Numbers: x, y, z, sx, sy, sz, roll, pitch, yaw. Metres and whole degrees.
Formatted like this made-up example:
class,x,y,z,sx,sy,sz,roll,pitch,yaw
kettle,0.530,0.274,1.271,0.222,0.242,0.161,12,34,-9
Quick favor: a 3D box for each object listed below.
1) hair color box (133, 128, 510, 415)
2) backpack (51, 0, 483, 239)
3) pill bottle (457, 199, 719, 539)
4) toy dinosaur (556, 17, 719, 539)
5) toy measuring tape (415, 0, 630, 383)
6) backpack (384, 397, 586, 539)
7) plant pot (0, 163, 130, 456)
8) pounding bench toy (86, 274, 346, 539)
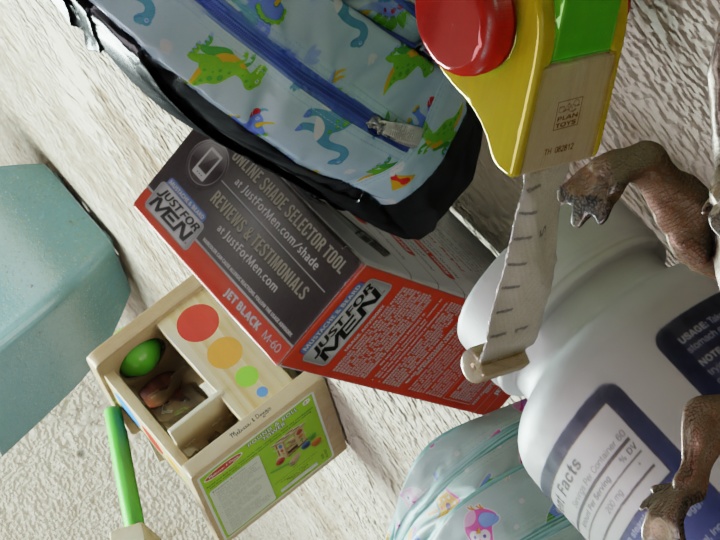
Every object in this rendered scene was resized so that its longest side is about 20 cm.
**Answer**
class,x,y,z,sx,sy,sz,roll,pitch,yaw
hair color box,0.000,0.000,1.074,0.111,0.064,0.200,47,-167,29
backpack,-0.042,-0.111,0.912,0.200,0.154,0.163,9,-145,-50
pill bottle,0.129,0.068,0.863,0.200,0.111,0.111,48,167,23
toy dinosaur,0.145,0.007,0.728,0.086,0.135,0.200,-28,74,49
toy measuring tape,0.048,-0.059,0.810,0.074,0.074,0.200,43,135,40
backpack,0.084,0.146,1.167,0.127,0.167,0.200,54,163,19
plant pot,-0.333,0.017,2.237,0.196,0.200,0.196,48,166,23
pounding bench toy,-0.142,0.117,1.807,0.156,0.200,0.124,46,166,28
